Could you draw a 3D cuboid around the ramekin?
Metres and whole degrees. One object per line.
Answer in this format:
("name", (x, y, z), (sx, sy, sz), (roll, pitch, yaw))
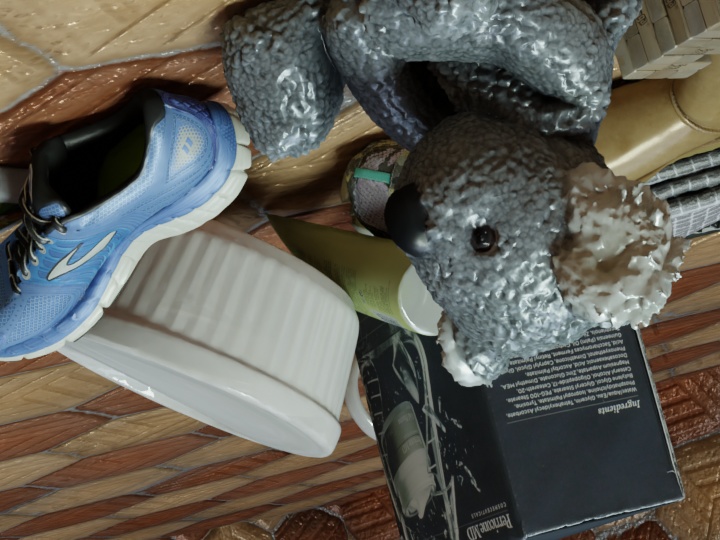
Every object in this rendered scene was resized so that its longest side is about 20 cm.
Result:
("ramekin", (-0.093, 0.035, 1.056), (0.201, 0.095, 0.202), (21, 167, 5))

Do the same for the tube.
("tube", (0.000, 0.000, 1.086), (0.052, 0.058, 0.200), (-1, -173, -27))

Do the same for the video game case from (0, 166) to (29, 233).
("video game case", (-0.294, -0.015, 0.921), (0.199, 0.022, 0.182), (-24, 166, 31))

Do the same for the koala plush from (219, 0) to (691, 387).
("koala plush", (0.065, -0.053, 0.777), (0.183, 0.201, 0.177), (-7, 165, -36))

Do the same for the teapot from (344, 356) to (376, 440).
("teapot", (0.091, 0.085, 1.584), (0.199, 0.147, 0.197), (-16, 168, 6))

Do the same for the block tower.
("block tower", (0.203, -0.156, 0.846), (0.058, 0.054, 0.200), (-7, 166, -39))

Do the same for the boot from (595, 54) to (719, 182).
("boot", (0.199, -0.117, 1.014), (0.174, 0.066, 0.200), (-23, 169, -11))

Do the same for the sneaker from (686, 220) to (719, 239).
("sneaker", (0.251, -0.052, 1.370), (0.199, 0.067, 0.090), (-19, 171, 32))

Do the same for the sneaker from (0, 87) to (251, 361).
("sneaker", (-0.154, -0.030, 0.891), (0.200, 0.079, 0.089), (-41, 144, 18))

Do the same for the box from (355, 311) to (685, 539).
("box", (0.094, 0.083, 1.127), (0.123, 0.198, 0.200), (-11, 167, -22))

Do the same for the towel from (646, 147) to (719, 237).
("towel", (0.234, -0.070, 1.205), (0.199, 0.086, 0.166), (-17, 169, 6))

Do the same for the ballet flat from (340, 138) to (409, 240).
("ballet flat", (0.023, -0.045, 1.127), (0.072, 0.072, 0.200), (-17, 168, 5))
